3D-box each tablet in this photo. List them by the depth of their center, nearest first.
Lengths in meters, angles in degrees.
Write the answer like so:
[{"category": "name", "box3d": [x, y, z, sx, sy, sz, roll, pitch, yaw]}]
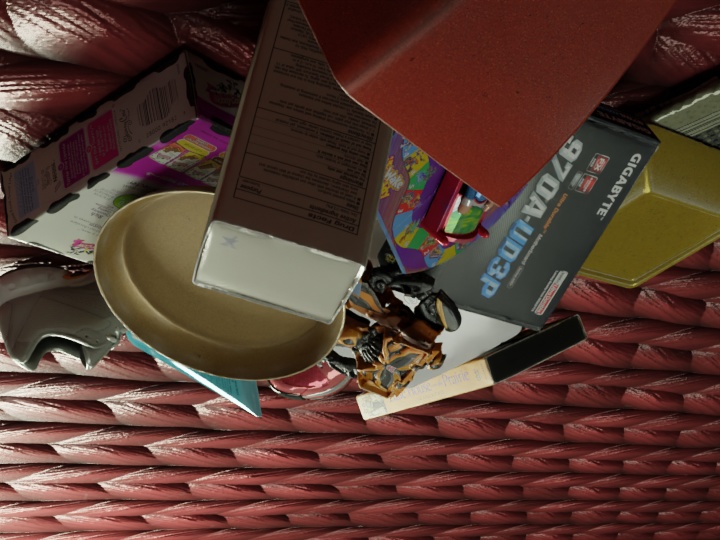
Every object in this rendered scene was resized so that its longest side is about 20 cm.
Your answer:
[{"category": "tablet", "box3d": [0.046, 0.019, 1.199, 0.129, 0.014, 0.200, -27, 129, 13]}]

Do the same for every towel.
[{"category": "towel", "box3d": [0.281, -0.105, 1.247, 0.198, 0.035, 0.192, -22, 151, 24]}]

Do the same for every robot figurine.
[{"category": "robot figurine", "box3d": [-0.019, 0.034, 1.107, 0.198, 0.059, 0.145, 30, 134, -9]}]

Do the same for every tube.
[{"category": "tube", "box3d": [-0.147, 0.068, 1.229, 0.050, 0.078, 0.199, -25, -155, -28]}]

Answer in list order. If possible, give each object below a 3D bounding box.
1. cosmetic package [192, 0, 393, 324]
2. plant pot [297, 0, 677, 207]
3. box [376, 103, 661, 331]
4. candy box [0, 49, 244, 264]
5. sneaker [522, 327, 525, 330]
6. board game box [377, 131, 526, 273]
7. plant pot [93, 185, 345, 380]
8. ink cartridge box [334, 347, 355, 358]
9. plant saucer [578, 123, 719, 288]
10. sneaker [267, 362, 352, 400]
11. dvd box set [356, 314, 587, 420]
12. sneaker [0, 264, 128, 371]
[{"category": "cosmetic package", "box3d": [-0.036, -0.081, 0.902, 0.102, 0.202, 0.087, 18, 149, -8]}, {"category": "plant pot", "box3d": [0.070, -0.190, 0.778, 0.175, 0.202, 0.199, -34, 150, 18]}, {"category": "box", "box3d": [0.126, -0.056, 1.123, 0.157, 0.046, 0.201, 16, 120, -26]}, {"category": "candy box", "box3d": [-0.156, -0.075, 1.045, 0.199, 0.062, 0.136, -28, 152, 27]}, {"category": "sneaker", "box3d": [0.149, 0.038, 1.342, 0.081, 0.076, 0.199, 4, -164, 35]}, {"category": "board game box", "box3d": [0.086, -0.067, 0.989, 0.158, 0.039, 0.201, -42, 149, -9]}, {"category": "plant pot", "box3d": [-0.105, 0.007, 1.047, 0.197, 0.028, 0.202, 9, 136, 8]}, {"category": "ink cartridge box", "box3d": [0.000, 0.000, 1.229, 0.093, 0.045, 0.201, 1, 136, -11]}, {"category": "plant saucer", "box3d": [0.251, -0.045, 1.263, 0.198, 0.049, 0.199, 12, 146, -38]}, {"category": "sneaker", "box3d": [-0.008, 0.067, 1.423, 0.198, 0.074, 0.087, -20, 149, -4]}, {"category": "dvd box set", "box3d": [0.108, 0.097, 1.366, 0.145, 0.030, 0.199, -20, 178, -40]}, {"category": "sneaker", "box3d": [-0.221, 0.040, 1.210, 0.197, 0.093, 0.076, -12, 155, -16]}]
